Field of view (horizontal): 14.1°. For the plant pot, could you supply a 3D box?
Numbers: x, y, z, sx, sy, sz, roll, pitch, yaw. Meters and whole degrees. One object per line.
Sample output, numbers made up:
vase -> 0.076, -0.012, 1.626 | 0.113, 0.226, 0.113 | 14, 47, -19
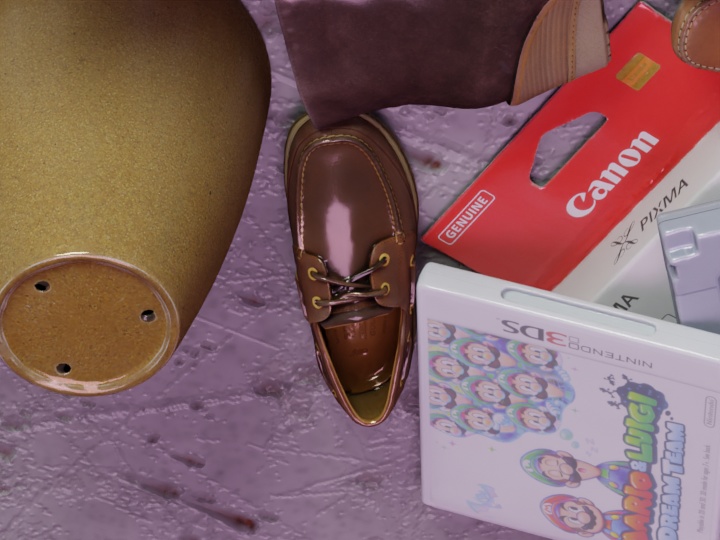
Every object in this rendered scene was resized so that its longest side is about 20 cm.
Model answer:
plant pot -> -0.135, -0.035, 1.476 | 0.186, 0.200, 0.187 | -2, 131, -2

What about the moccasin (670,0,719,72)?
moccasin -> 0.261, -0.115, 1.505 | 0.201, 0.078, 0.074 | 8, 125, -10

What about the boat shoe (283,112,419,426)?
boat shoe -> 0.000, 0.000, 1.597 | 0.072, 0.068, 0.200 | -6, 130, 2

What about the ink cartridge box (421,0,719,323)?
ink cartridge box -> 0.161, -0.029, 1.596 | 0.176, 0.045, 0.200 | 27, 123, -24

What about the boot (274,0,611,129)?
boot -> 0.036, -0.156, 1.465 | 0.166, 0.072, 0.200 | -10, 133, 3

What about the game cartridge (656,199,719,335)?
game cartridge -> 0.241, 0.029, 1.602 | 0.133, 0.040, 0.200 | -11, 134, 6

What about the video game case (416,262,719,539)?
video game case -> 0.121, 0.088, 1.647 | 0.182, 0.024, 0.200 | 14, 140, 15
